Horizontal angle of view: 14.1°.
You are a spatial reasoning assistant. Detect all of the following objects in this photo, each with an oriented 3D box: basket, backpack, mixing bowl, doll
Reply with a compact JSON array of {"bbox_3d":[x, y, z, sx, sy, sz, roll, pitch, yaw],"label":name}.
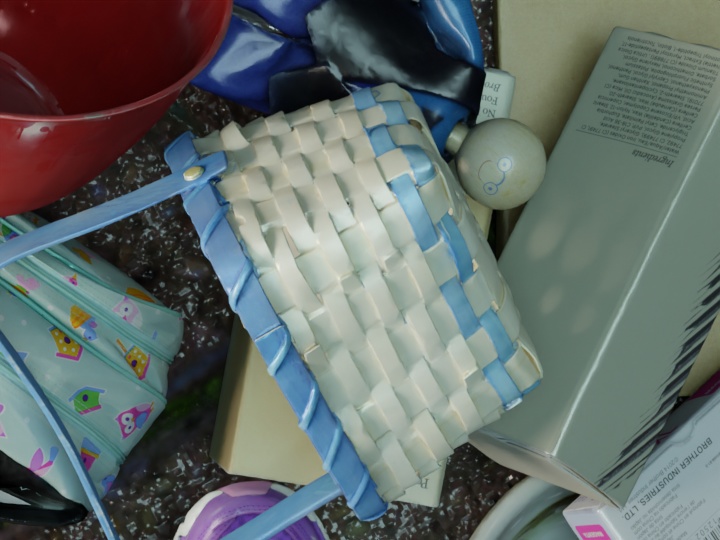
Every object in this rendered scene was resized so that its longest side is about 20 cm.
[{"bbox_3d":[-0.039,0.029,1.208,0.200,0.139,0.177,-27,120,-4],"label":"basket"},{"bbox_3d":[-0.178,0.026,1.261,0.200,0.167,0.127,33,88,-17],"label":"backpack"},{"bbox_3d":[-0.160,-0.095,1.183,0.199,0.201,0.109,13,134,-10],"label":"mixing bowl"},{"bbox_3d":[-0.011,-0.082,1.259,0.200,0.048,0.137,27,102,1],"label":"doll"}]

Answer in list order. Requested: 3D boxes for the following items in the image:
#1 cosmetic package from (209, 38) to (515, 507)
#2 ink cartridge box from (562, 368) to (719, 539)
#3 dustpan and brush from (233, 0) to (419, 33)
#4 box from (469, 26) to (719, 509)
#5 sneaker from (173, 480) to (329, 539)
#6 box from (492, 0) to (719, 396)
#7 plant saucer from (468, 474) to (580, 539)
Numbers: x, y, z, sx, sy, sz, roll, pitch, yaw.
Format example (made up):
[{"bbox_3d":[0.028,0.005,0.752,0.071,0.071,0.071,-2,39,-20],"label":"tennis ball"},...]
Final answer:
[{"bbox_3d":[0.000,0.000,1.327,0.105,0.071,0.201,9,91,-9],"label":"cosmetic package"},{"bbox_3d":[0.193,0.155,1.342,0.119,0.042,0.200,-39,98,-26],"label":"ink cartridge box"},{"bbox_3d":[-0.076,-0.162,1.312,0.199,0.057,0.140,-13,95,-8],"label":"dustpan and brush"},{"bbox_3d":[0.116,-0.003,1.297,0.068,0.082,0.200,36,78,-46],"label":"box"},{"bbox_3d":[-0.046,0.196,1.306,0.080,0.088,0.201,1,104,-7],"label":"sneaker"},{"bbox_3d":[0.142,-0.040,1.373,0.163,0.021,0.201,-2,93,-10],"label":"box"},{"bbox_3d":[0.117,0.182,1.351,0.199,0.050,0.201,4,81,-25],"label":"plant saucer"}]
